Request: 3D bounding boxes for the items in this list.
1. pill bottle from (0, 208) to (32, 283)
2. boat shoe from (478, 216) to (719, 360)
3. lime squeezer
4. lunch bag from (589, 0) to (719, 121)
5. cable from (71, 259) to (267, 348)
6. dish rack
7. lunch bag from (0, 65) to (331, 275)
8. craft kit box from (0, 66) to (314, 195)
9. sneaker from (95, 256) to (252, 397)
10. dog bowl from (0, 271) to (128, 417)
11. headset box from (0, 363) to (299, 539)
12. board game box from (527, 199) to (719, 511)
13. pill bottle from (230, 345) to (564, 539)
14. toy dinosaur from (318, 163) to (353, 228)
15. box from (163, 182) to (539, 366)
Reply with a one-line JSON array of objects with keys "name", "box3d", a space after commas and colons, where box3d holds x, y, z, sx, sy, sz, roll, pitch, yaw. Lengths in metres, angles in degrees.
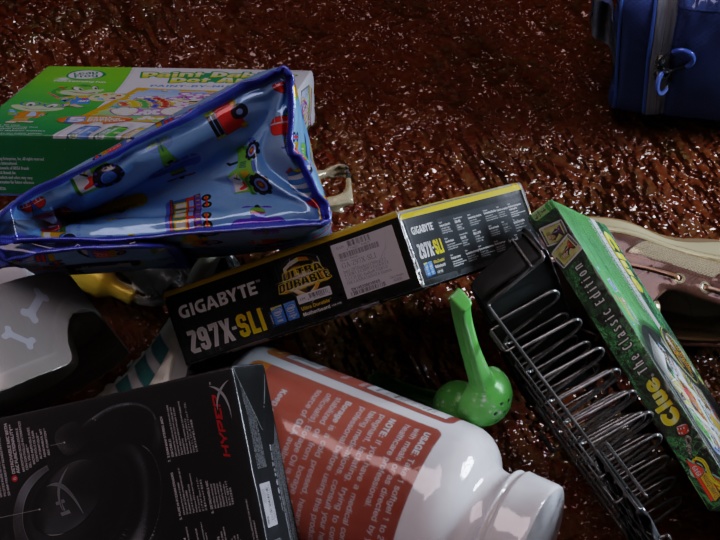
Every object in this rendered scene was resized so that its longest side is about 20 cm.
[{"name": "pill bottle", "box3d": [-0.303, 0.006, 1.222, 0.198, 0.113, 0.113, -4, 46, -1]}, {"name": "boat shoe", "box3d": [0.173, 0.019, 1.225, 0.198, 0.073, 0.072, 8, 45, 1]}, {"name": "lime squeezer", "box3d": [0.050, 0.068, 1.131, 0.070, 0.200, 0.038, 32, 70, -3]}, {"name": "lunch bag", "box3d": [0.235, -0.198, 1.383, 0.131, 0.137, 0.201, 8, 48, 10]}, {"name": "cable", "box3d": [-0.118, 0.017, 1.269, 0.200, 0.051, 0.097, 40, 51, 19]}, {"name": "dish rack", "box3d": [0.136, 0.089, 1.098, 0.054, 0.154, 0.201, -33, 55, -1]}, {"name": "lunch bag", "box3d": [-0.122, -0.040, 1.104, 0.198, 0.151, 0.095, -16, 89, -1]}, {"name": "craft kit box", "box3d": [-0.141, -0.095, 1.302, 0.198, 0.049, 0.198, 1, 16, 6]}, {"name": "sneaker", "box3d": [-0.129, 0.072, 1.169, 0.093, 0.070, 0.201, -1, 57, 23]}, {"name": "dog bowl", "box3d": [-0.234, 0.064, 1.106, 0.199, 0.200, 0.059, -25, 84, -21]}, {"name": "headset box", "box3d": [-0.138, 0.143, 1.036, 0.198, 0.077, 0.150, -13, 86, 11]}, {"name": "board game box", "box3d": [0.172, 0.052, 1.133, 0.023, 0.105, 0.201, -37, 69, 18]}, {"name": "pill bottle", "box3d": [0.009, 0.126, 1.096, 0.199, 0.113, 0.112, 20, 50, 20]}, {"name": "toy dinosaur", "box3d": [-0.055, -0.034, 1.283, 0.100, 0.059, 0.200, -4, 22, -1]}, {"name": "box", "box3d": [0.000, 0.000, 1.146, 0.159, 0.050, 0.200, -21, -2, 26]}]
